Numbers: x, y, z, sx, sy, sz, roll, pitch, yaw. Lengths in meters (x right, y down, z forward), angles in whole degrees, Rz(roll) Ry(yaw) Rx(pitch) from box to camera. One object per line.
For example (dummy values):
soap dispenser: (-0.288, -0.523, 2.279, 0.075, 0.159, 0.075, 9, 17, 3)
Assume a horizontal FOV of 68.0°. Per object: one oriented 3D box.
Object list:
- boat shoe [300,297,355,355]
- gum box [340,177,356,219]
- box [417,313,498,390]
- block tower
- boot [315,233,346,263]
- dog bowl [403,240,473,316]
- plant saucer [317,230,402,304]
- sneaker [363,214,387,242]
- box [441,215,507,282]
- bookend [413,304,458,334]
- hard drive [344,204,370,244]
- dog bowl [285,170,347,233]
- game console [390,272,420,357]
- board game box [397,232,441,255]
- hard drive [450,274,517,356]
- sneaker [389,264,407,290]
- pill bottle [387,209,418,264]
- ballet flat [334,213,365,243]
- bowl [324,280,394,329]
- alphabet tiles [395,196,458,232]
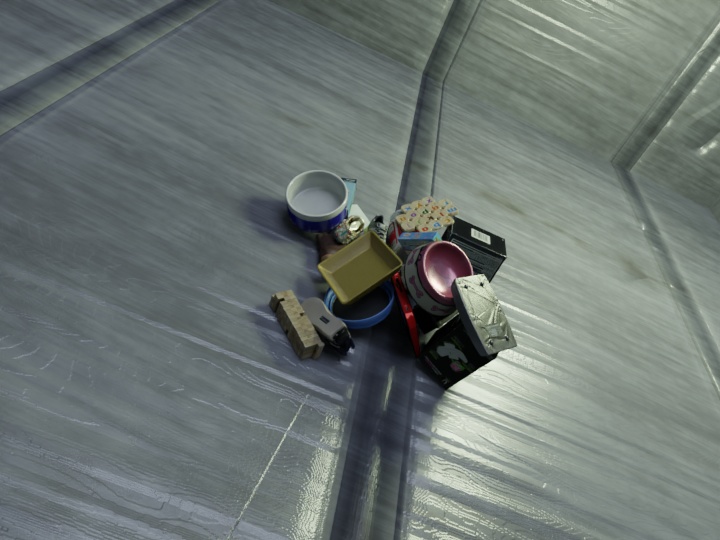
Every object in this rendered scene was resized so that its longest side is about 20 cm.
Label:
boat shoe: (-0.090, 0.151, 1.411, 0.074, 0.094, 0.199, -36, 38, -13)
gum box: (-0.108, -0.255, 1.827, 0.165, 0.045, 0.202, 7, 40, 4)
box: (0.277, 0.197, 1.439, 0.125, 0.200, 0.148, 47, 40, 1)
block tower: (-0.168, 0.138, 1.381, 0.057, 0.055, 0.201, -12, 52, -37)
boot: (-0.035, -0.050, 1.653, 0.195, 0.073, 0.169, 4, 45, -24)
dog bowl: (0.215, 0.013, 1.414, 0.196, 0.074, 0.205, 12, 64, -24)
plant saucer: (0.000, 0.000, 1.493, 0.197, 0.049, 0.200, -33, 41, -7)
sneaker: (0.052, -0.107, 1.709, 0.072, 0.082, 0.202, 13, 36, -18)
box: (0.345, -0.037, 1.757, 0.196, 0.201, 0.124, 23, 34, -3)
bookend: (0.209, 0.106, 1.536, 0.197, 0.200, 0.093, -32, 85, -34)
hard drive: (-0.016, -0.146, 1.809, 0.129, 0.027, 0.202, -8, 51, -36)
dog bowl: (-0.137, -0.220, 1.694, 0.194, 0.080, 0.204, 1, 54, -1)
game console: (0.123, 0.118, 1.494, 0.030, 0.179, 0.203, -14, 48, -2)
board game box: (0.218, -0.030, 1.646, 0.037, 0.149, 0.202, -48, 121, -27)
hard drive: (0.304, 0.112, 1.336, 0.133, 0.042, 0.204, -6, 67, -39)
sneaker: (0.163, 0.029, 1.629, 0.112, 0.077, 0.200, 18, 4, -19)
pill bottle: (0.149, -0.110, 1.794, 0.110, 0.114, 0.203, 13, 41, -16)
ballet flat: (-0.019, -0.139, 1.704, 0.076, 0.063, 0.200, 53, 29, -9)
bowl: (-0.002, 0.083, 1.486, 0.195, 0.040, 0.203, -7, 39, 5)
alphabet tiles: (0.218, -0.181, 1.754, 0.196, 0.015, 0.197, -20, 36, -9)
